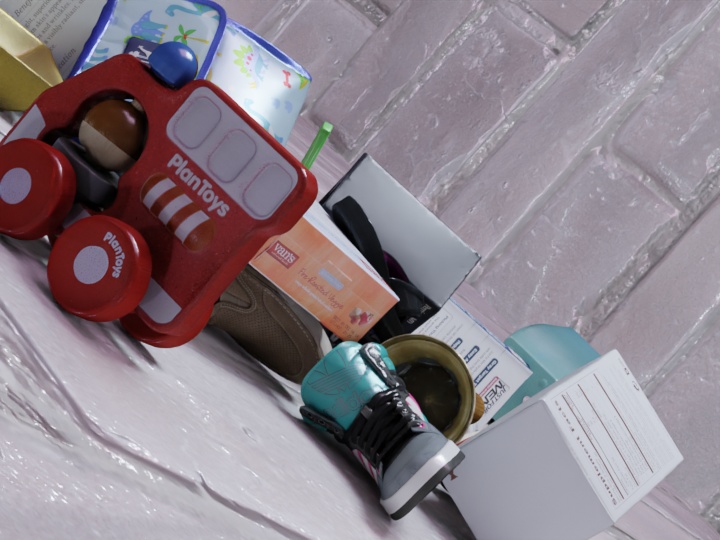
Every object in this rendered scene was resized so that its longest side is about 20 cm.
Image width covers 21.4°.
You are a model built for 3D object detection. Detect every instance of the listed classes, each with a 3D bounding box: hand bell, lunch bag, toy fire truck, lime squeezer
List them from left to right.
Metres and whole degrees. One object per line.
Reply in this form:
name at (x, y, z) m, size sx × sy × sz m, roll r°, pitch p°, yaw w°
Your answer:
toy fire truck at (-0.140, -0.057, 1.236) m, size 0.200 × 0.168 × 0.112 m, roll 45°, pitch 6°, yaw 26°
lunch bag at (-0.163, -0.149, 1.703) m, size 0.200 × 0.127 × 0.170 m, roll 33°, pitch 52°, yaw -18°
lime squeezer at (-0.082, -0.040, 1.645) m, size 0.038 × 0.200 × 0.071 m, roll 19°, pitch 39°, yaw -18°
hand bell at (0.074, 0.113, 1.625) m, size 0.104 × 0.104 × 0.200 m, roll 44°, pitch 9°, yaw 18°

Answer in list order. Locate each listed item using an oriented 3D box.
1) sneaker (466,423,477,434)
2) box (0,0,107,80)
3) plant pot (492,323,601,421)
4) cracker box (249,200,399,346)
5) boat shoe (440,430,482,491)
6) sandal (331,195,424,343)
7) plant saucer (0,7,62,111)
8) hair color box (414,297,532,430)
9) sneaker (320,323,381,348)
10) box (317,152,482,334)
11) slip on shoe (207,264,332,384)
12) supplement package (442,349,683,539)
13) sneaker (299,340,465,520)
sneaker at (0.062, 0.131, 1.791) m, size 0.100 × 0.075 × 0.200 m, roll 52°, pitch 8°, yaw -20°
box at (-0.267, -0.272, 1.842) m, size 0.131 × 0.199 × 0.200 m, roll 41°, pitch 5°, yaw -11°
plant pot at (0.226, 0.154, 2.368) m, size 0.141 × 0.141 × 0.200 m, roll 45°, pitch 13°, yaw 27°
cracker box at (-0.067, -0.041, 1.483) m, size 0.134 × 0.058 × 0.200 m, roll 42°, pitch 5°, yaw -40°
boat shoe at (0.135, 0.203, 1.688) m, size 0.200 × 0.071 × 0.063 m, roll 41°, pitch 7°, yaw -49°
sandal at (0.024, 0.011, 1.586) m, size 0.075 × 0.048 × 0.200 m, roll 54°, pitch -12°, yaw 36°
plant saucer at (-0.348, -0.213, 1.625) m, size 0.200 × 0.048 × 0.200 m, roll 40°, pitch 5°, yaw -23°
hair color box at (0.079, 0.078, 2.072) m, size 0.200 × 0.100 × 0.061 m, roll 41°, pitch 4°, yaw -11°
sneaker at (-0.033, 0.052, 1.614) m, size 0.140 × 0.078 × 0.200 m, roll 44°, pitch 6°, yaw 28°
box at (0.000, 0.000, 1.735) m, size 0.141 × 0.079 × 0.200 m, roll 39°, pitch -31°, yaw -4°
slip on shoe at (-0.105, 0.023, 1.470) m, size 0.200 × 0.076 × 0.061 m, roll 50°, pitch 45°, yaw -16°
supplement package at (0.168, 0.159, 1.585) m, size 0.117 × 0.117 × 0.200 m, roll 59°, pitch 27°, yaw 5°
sneaker at (0.012, 0.111, 1.421) m, size 0.121 × 0.084 × 0.200 m, roll 47°, pitch -3°, yaw -3°
